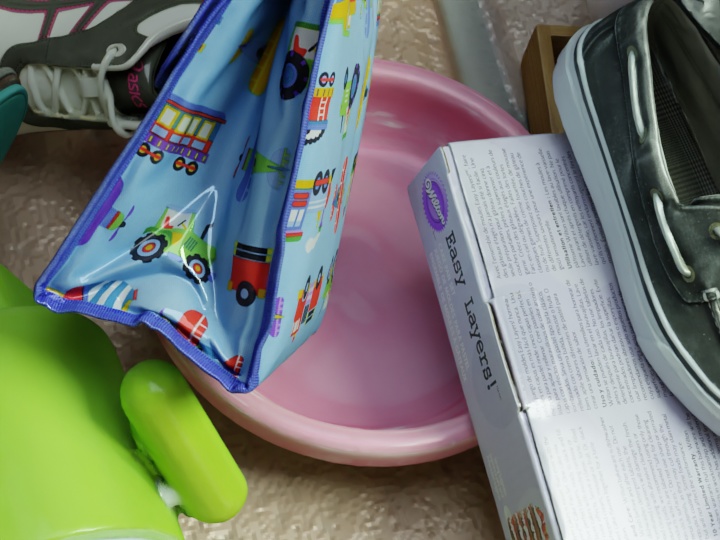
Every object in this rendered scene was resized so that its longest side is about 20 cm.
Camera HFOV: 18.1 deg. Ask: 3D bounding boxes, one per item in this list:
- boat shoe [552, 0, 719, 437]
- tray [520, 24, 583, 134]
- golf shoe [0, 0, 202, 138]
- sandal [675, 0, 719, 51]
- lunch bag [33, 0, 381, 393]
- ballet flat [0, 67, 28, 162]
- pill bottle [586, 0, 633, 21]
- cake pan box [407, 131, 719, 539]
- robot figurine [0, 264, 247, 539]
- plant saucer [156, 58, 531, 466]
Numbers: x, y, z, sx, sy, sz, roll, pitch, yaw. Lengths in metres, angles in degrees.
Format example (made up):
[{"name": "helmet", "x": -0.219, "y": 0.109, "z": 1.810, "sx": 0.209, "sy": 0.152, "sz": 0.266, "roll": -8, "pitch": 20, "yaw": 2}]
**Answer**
[{"name": "boat shoe", "x": 0.141, "y": -0.018, "z": 0.910, "sx": 0.072, "sy": 0.071, "sz": 0.201, "roll": -23, "pitch": 80, "yaw": -29}, {"name": "tray", "x": 0.136, "y": -0.022, "z": 1.054, "sx": 0.098, "sy": 0.037, "sz": 0.201, "roll": 2, "pitch": 60, "yaw": -12}, {"name": "golf shoe", "x": -0.120, "y": -0.094, "z": 0.980, "sx": 0.199, "sy": 0.078, "sz": 0.088, "roll": -14, "pitch": 29, "yaw": 2}, {"name": "sandal", "x": 0.181, "y": -0.088, "z": 0.878, "sx": 0.075, "sy": 0.048, "sz": 0.201, "roll": -29, "pitch": 83, "yaw": -4}, {"name": "lunch bag", "x": -0.031, "y": -0.071, "z": 0.862, "sx": 0.094, "sy": 0.151, "sz": 0.201, "roll": 23, "pitch": 100, "yaw": 4}, {"name": "ballet flat", "x": -0.212, "y": -0.010, "z": 0.925, "sx": 0.063, "sy": 0.067, "sz": 0.201, "roll": 28, "pitch": 77, "yaw": 10}, {"name": "pill bottle", "x": 0.216, "y": -0.130, "z": 1.052, "sx": 0.199, "sy": 0.114, "sz": 0.115, "roll": 23, "pitch": 57, "yaw": -6}, {"name": "cake pan box", "x": 0.129, "y": 0.028, "z": 0.955, "sx": 0.183, "sy": 0.052, "sz": 0.201, "roll": -8, "pitch": 72, "yaw": -27}, {"name": "robot figurine", "x": -0.133, "y": 0.096, "z": 0.873, "sx": 0.175, "sy": 0.116, "sz": 0.201, "roll": -24, "pitch": 66, "yaw": 4}, {"name": "plant saucer", "x": 0.000, "y": 0.000, "z": 0.998, "sx": 0.199, "sy": 0.051, "sz": 0.202, "roll": 4, "pitch": 59, "yaw": -7}]
